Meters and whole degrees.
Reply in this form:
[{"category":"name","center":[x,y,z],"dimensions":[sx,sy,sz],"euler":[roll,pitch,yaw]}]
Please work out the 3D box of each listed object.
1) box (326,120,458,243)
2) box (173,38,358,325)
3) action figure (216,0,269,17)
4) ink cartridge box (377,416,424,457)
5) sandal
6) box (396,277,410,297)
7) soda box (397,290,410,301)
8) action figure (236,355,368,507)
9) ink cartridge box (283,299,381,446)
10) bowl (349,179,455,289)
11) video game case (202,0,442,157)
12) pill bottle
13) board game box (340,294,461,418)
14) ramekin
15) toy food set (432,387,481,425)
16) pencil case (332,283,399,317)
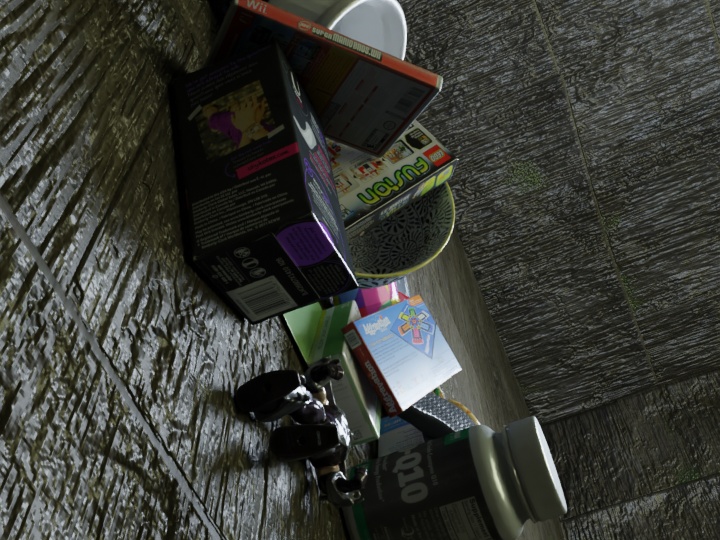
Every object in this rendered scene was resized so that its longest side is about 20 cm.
[{"category":"box","center":[-0.006,-0.097,0.986],"dimensions":[0.110,0.199,0.035],"euler":[45,-33,19]},{"category":"box","center":[-0.084,-0.076,0.834],"dimensions":[0.123,0.105,0.202],"euler":[59,15,-54]},{"category":"action figure","center":[-0.151,-0.357,1.132],"dimensions":[0.200,0.104,0.196],"euler":[-170,-116,-71]},{"category":"ink cartridge box","center":[0.069,0.260,1.107],"dimensions":[0.200,0.067,0.117],"euler":[-86,153,-66]},{"category":"sandal","center":[0.083,0.175,1.089],"dimensions":[0.200,0.043,0.076],"euler":[38,18,-30]},{"category":"box","center":[0.023,-0.033,1.445],"dimensions":[0.158,0.051,0.201],"euler":[57,17,-47]},{"category":"soda box","center":[0.041,0.073,1.295],"dimensions":[0.200,0.069,0.064],"euler":[33,40,-74]},{"category":"action figure","center":[-0.034,0.136,0.818],"dimensions":[0.200,0.069,0.131],"euler":[49,19,-71]},{"category":"ink cartridge box","center":[-0.032,0.064,1.013],"dimensions":[0.146,0.047,0.202],"euler":[-78,149,-70]},{"category":"bowl","center":[-0.006,-0.050,1.033],"dimensions":[0.095,0.198,0.202],"euler":[110,-27,-53]},{"category":"video game case","center":[-0.042,-0.175,0.898],"dimensions":[0.143,0.198,0.018],"euler":[138,-33,-60]},{"category":"pill bottle","center":[0.090,0.217,0.934],"dimensions":[0.113,0.198,0.114],"euler":[-20,90,-80]},{"category":"board game box","center":[0.049,0.088,1.051],"dimensions":[0.104,0.019,0.200],"euler":[61,23,6]},{"category":"ramekin","center":[-0.044,-0.232,1.087],"dimensions":[0.097,0.201,0.200],"euler":[31,-7,25]},{"category":"toy food set","center":[0.104,0.200,1.280],"dimensions":[0.199,0.048,0.201],"euler":[55,-13,30]},{"category":"pencil case","center":[0.000,0.000,1.144],"dimensions":[0.088,0.087,0.202],"euler":[-41,117,-79]}]
